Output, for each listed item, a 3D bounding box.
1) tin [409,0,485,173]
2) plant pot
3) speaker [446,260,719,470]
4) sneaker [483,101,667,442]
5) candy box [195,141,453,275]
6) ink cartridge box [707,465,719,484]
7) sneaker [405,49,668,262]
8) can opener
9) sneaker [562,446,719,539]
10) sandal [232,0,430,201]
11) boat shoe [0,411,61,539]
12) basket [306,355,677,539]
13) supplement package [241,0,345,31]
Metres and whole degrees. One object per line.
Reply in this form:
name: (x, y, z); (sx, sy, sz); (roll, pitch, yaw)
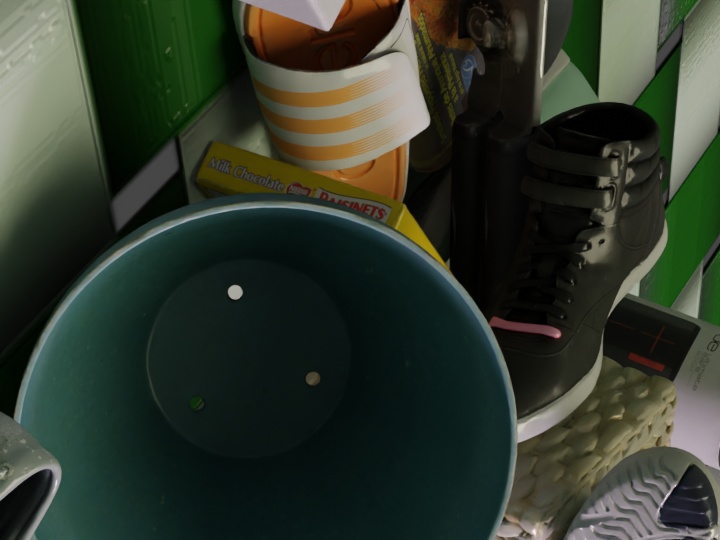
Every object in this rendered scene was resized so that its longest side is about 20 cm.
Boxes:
tin: (0.025, -0.128, 0.945); (0.112, 0.042, 0.200); (-63, 156, -21)
plant pot: (-0.043, 0.055, 0.803); (0.135, 0.199, 0.201); (-115, -139, -74)
speaker: (0.142, 0.049, 1.136); (0.081, 0.199, 0.081); (-47, 148, -41)
sneaker: (0.092, -0.008, 0.912); (0.200, 0.070, 0.099); (-52, 142, -41)
candy box: (0.000, 0.000, 0.918); (0.027, 0.102, 0.200); (-67, 157, -14)
ink cartridge box: (0.136, 0.131, 1.193); (0.145, 0.199, 0.084); (-41, 145, -47)
sneaker: (0.101, -0.035, 1.067); (0.200, 0.118, 0.074); (-49, -174, -39)
can opener: (0.084, -0.066, 0.972); (0.067, 0.053, 0.201); (-18, 121, -33)
sneaker: (0.157, 0.137, 0.931); (0.130, 0.079, 0.200); (-48, 143, -44)
sandal: (-0.002, -0.066, 0.870); (0.079, 0.059, 0.207); (-18, 145, -2)
boat shoe: (-0.179, 0.140, 0.688); (0.201, 0.071, 0.070); (-60, 155, -9)
basket: (0.049, 0.131, 1.016); (0.200, 0.198, 0.162); (-30, 134, -53)
supplement package: (-0.031, -0.209, 0.652); (0.201, 0.121, 0.120); (-62, 155, -11)
